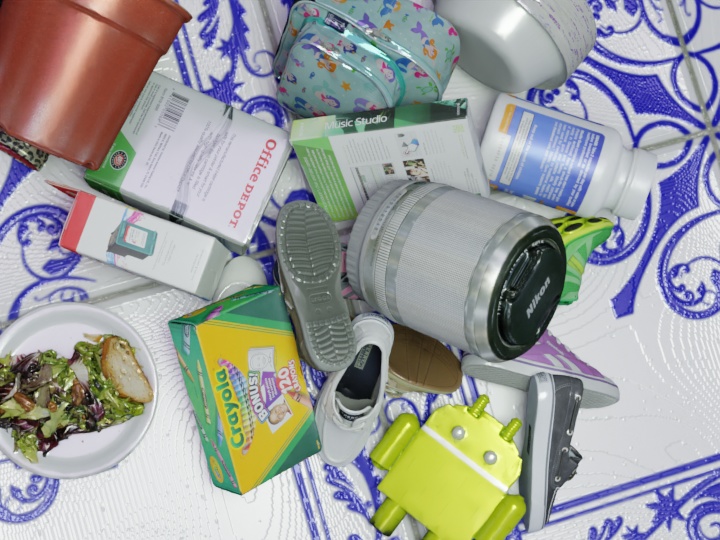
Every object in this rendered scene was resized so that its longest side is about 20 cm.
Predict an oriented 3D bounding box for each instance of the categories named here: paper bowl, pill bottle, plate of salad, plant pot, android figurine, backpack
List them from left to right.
[{"bbox_3d":[-0.329,0.134,1.324,0.200,0.048,0.200,1,84,-7],"label":"plate of salad"},{"bbox_3d":[-0.308,-0.222,1.243,0.201,0.201,0.195,23,91,-3],"label":"plant pot"},{"bbox_3d":[0.007,-0.240,1.337,0.200,0.178,0.151,21,65,-7],"label":"backpack"},{"bbox_3d":[0.104,0.236,1.346,0.182,0.041,0.200,39,91,11],"label":"android figurine"},{"bbox_3d":[0.163,-0.283,1.353,0.201,0.201,0.104,38,80,-1],"label":"paper bowl"},{"bbox_3d":[0.238,-0.127,1.378,0.200,0.112,0.112,19,81,3],"label":"pill bottle"}]

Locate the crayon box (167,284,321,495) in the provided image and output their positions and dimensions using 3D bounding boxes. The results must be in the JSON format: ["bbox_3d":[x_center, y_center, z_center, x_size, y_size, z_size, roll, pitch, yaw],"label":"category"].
[{"bbox_3d":[-0.124,0.128,1.289,0.119,0.058,0.200,-25,108,-37],"label":"crayon box"}]

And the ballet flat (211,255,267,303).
[{"bbox_3d":[-0.147,0.079,1.342,0.069,0.069,0.200,14,81,-5],"label":"ballet flat"}]

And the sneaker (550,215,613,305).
[{"bbox_3d":[0.229,-0.005,1.379,0.200,0.074,0.084,-36,121,-36],"label":"sneaker"}]

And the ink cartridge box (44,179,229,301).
[{"bbox_3d":[-0.256,-0.032,1.311,0.200,0.116,0.067,19,85,4],"label":"ink cartridge box"}]

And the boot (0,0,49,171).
[{"bbox_3d":[-0.400,-0.225,1.342,0.203,0.073,0.154,35,77,-6],"label":"boot"}]

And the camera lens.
[{"bbox_3d":[0.105,-0.003,1.248,0.200,0.160,0.160,22,79,35],"label":"camera lens"}]

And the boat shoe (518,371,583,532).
[{"bbox_3d":[0.221,0.208,1.340,0.066,0.070,0.200,0,107,-4],"label":"boat shoe"}]

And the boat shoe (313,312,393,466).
[{"bbox_3d":[-0.013,0.144,1.305,0.073,0.065,0.200,11,117,-1],"label":"boat shoe"}]

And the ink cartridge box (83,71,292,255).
[{"bbox_3d":[-0.193,-0.123,1.352,0.200,0.083,0.147,25,81,-2],"label":"ink cartridge box"}]

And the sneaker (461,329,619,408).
[{"bbox_3d":[0.220,0.089,1.382,0.200,0.073,0.114,20,62,-16],"label":"sneaker"}]

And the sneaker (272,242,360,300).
[{"bbox_3d":[0.000,0.000,1.360,0.200,0.082,0.070,-4,80,-8],"label":"sneaker"}]

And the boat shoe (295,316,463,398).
[{"bbox_3d":[0.021,0.101,1.368,0.200,0.063,0.073,20,55,-6],"label":"boat shoe"}]

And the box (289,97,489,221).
[{"bbox_3d":[0.036,-0.121,1.322,0.200,0.144,0.036,-6,51,13],"label":"box"}]

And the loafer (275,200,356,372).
[{"bbox_3d":[-0.058,0.021,1.277,0.075,0.070,0.200,-2,70,-22],"label":"loafer"}]
